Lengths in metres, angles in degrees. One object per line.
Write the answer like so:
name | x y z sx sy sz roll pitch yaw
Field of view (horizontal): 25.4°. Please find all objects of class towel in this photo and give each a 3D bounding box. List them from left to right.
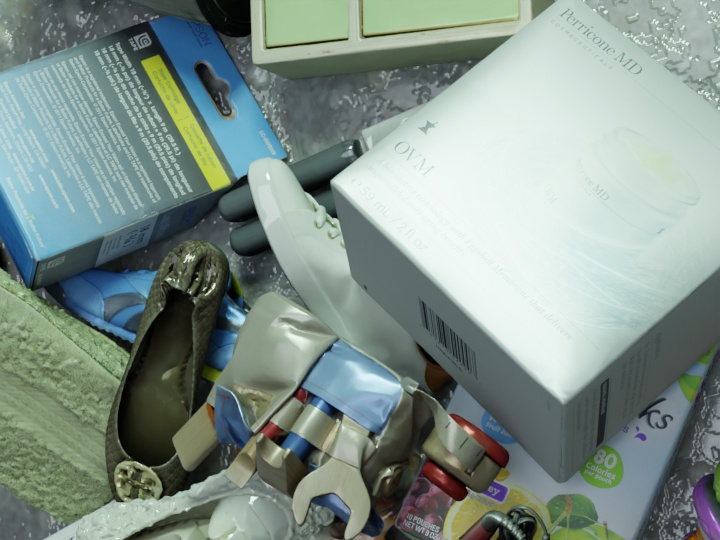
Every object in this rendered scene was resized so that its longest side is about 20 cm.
towel | -0.235 0.092 1.126 0.200 0.037 0.148 38 111 -19

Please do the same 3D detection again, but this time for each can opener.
can opener | -0.012 -0.066 1.096 0.199 0.066 0.053 -22 80 23

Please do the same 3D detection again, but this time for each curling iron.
curling iron | 0.053 0.201 0.982 0.050 0.026 0.200 45 133 3

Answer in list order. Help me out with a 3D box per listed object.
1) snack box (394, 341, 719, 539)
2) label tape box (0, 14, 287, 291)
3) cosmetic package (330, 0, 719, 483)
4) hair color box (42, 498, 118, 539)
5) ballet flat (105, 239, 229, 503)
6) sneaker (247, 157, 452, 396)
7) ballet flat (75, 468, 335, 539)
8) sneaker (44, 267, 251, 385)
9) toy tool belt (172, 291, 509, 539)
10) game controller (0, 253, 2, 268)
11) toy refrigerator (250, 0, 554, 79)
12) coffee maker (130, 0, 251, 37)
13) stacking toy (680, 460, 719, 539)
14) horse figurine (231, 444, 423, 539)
snack box | 0.127 0.103 1.009 0.142 0.053 0.201 23 81 17
label tape box | -0.176 -0.090 1.145 0.199 0.063 0.145 -24 74 -24
cosmetic package | 0.124 -0.023 0.956 0.200 0.123 0.199 -39 64 -15
hair color box | -0.157 0.269 1.124 0.100 0.061 0.201 -28 77 7
ballet flat | -0.133 0.075 1.074 0.067 0.046 0.201 19 103 6
sneaker | 0.000 0.000 1.064 0.084 0.073 0.200 -28 106 10
ballet flat | -0.103 0.177 1.050 0.199 0.072 0.072 -19 80 18
sneaker | -0.131 0.024 1.135 0.199 0.066 0.079 23 92 19
toy tool belt | -0.018 0.111 0.972 0.200 0.125 0.123 32 83 32
game controller | -0.366 0.028 1.245 0.199 0.042 0.105 -6 70 20
toy refrigerator | 0.027 -0.181 1.082 0.199 0.070 0.076 -3 86 22
coffee maker | -0.152 -0.274 1.141 0.199 0.135 0.193 16 62 20
stacking toy | 0.248 0.144 0.971 0.200 0.116 0.110 -44 72 28
horse figurine | -0.026 0.161 1.086 0.199 0.050 0.133 17 107 14
